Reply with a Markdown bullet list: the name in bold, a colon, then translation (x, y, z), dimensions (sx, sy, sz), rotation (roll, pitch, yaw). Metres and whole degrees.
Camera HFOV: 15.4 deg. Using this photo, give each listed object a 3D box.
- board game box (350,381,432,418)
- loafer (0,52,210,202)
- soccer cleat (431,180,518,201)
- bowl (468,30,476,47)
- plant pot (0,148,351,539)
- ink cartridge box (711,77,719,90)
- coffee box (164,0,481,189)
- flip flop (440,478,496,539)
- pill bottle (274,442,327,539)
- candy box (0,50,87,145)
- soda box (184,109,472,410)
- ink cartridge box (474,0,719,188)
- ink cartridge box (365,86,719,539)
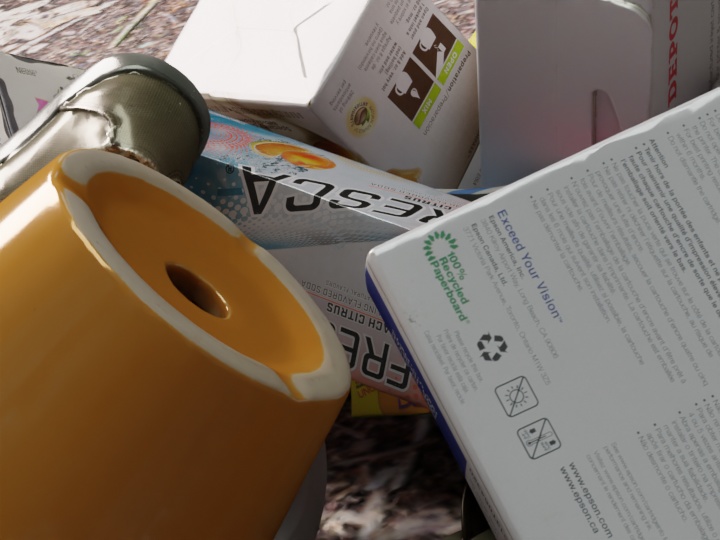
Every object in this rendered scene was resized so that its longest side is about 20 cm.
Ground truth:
- **board game box**: translation (0.103, 0.044, 1.096), dimensions (0.199, 0.030, 0.095), rotation (-2, 0, 35)
- **loafer**: translation (-0.138, 0.001, 1.006), dimensions (0.200, 0.075, 0.070), rotation (-47, 16, 19)
- **soccer cleat**: translation (0.077, 0.000, 1.105), dimensions (0.199, 0.086, 0.070), rotation (4, 69, 29)
- **bowl**: translation (0.137, -0.112, 1.326), dimensions (0.199, 0.108, 0.200), rotation (-1, 4, 0)
- **plant pot**: translation (-0.106, 0.067, 0.905), dimensions (0.183, 0.200, 0.200), rotation (-50, 13, 17)
- **ink cartridge box**: translation (0.229, -0.008, 1.055), dimensions (0.144, 0.085, 0.200), rotation (7, 16, -14)
- **coffee box**: translation (0.017, -0.052, 1.206), dimensions (0.114, 0.200, 0.080), rotation (9, 64, 47)
- **flip flop**: translation (0.066, 0.090, 1.011), dimensions (0.081, 0.058, 0.200), rotation (4, 20, 42)
- **pill bottle**: translation (-0.124, 0.082, 1.099), dimensions (0.199, 0.113, 0.113), rotation (-4, 24, 28)
- **candy box**: translation (-0.187, -0.023, 1.283), dimensions (0.200, 0.072, 0.168), rotation (-29, -19, 28)
- **soda box**: translation (0.000, 0.000, 1.028), dimensions (0.199, 0.069, 0.064), rotation (20, 19, 25)
- **ink cartridge box**: translation (0.125, -0.124, 1.144), dimensions (0.083, 0.146, 0.200), rotation (17, 47, 22)
- **ink cartridge box**: translation (0.132, 0.040, 0.918), dimensions (0.199, 0.197, 0.043), rotation (-24, -20, -8)
